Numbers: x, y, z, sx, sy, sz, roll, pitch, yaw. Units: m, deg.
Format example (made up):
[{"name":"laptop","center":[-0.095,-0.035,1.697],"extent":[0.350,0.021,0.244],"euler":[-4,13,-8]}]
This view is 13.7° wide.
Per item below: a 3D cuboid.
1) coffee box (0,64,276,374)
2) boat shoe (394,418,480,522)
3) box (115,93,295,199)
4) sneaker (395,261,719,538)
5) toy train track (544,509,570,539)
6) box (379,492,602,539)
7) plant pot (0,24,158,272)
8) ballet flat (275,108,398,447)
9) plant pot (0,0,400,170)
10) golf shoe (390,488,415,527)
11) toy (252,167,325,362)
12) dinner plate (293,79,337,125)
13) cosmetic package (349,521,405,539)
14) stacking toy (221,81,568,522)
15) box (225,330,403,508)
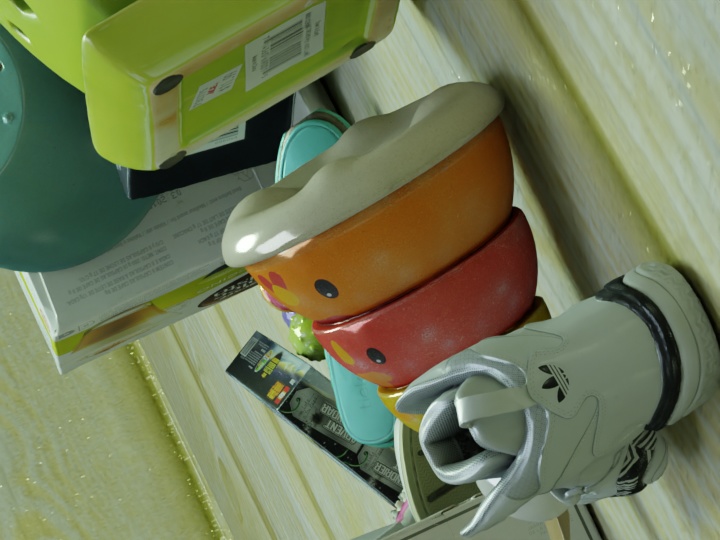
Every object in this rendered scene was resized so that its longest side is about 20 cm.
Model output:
[{"name":"coffee box","center":[-0.160,-0.068,2.070],"extent":[0.198,0.199,0.200],"euler":[110,135,-79]},{"name":"boat shoe","center":[0.074,0.159,1.674],"extent":[0.200,0.075,0.068],"euler":[64,165,11]},{"name":"box","center":[-0.117,-0.170,1.758],"extent":[0.148,0.107,0.200],"euler":[99,152,-64]},{"name":"sneaker","center":[0.072,0.064,1.245],"extent":[0.075,0.115,0.200],"euler":[63,163,14]},{"name":"toy train track","center":[0.102,0.069,1.431],"extent":[0.200,0.032,0.115],"euler":[125,129,-73]},{"name":"box","center":[0.094,0.212,1.565],"extent":[0.200,0.117,0.060],"euler":[64,173,8]},{"name":"plant pot","center":[-0.235,-0.100,1.877],"extent":[0.201,0.200,0.161],"euler":[65,-164,8]},{"name":"ballet flat","center":[0.000,0.000,1.711],"extent":[0.070,0.067,0.200],"euler":[-33,-67,-61]},{"name":"plant pot","center":[-0.082,-0.170,1.390],"extent":[0.182,0.199,0.200],"euler":[58,169,11]},{"name":"golf shoe","center":[0.063,0.159,1.812],"extent":[0.091,0.075,0.200],"euler":[28,148,9]},{"name":"toy","center":[-0.036,0.018,1.928],"extent":[0.115,0.047,0.200],"euler":[62,-179,20]},{"name":"dinner plate","center":[-0.026,-0.072,1.843],"extent":[0.200,0.024,0.200],"euler":[157,90,-80]},{"name":"cosmetic package","center":[0.003,0.215,1.735],"extent":[0.107,0.090,0.200],"euler":[54,163,-1]},{"name":"stacking toy","center":[0.043,0.027,1.361],"extent":[0.200,0.146,0.146],"euler":[59,172,-7]},{"name":"box","center":[-0.011,0.105,1.971],"extent":[0.137,0.040,0.200],"euler":[38,177,-12]}]
